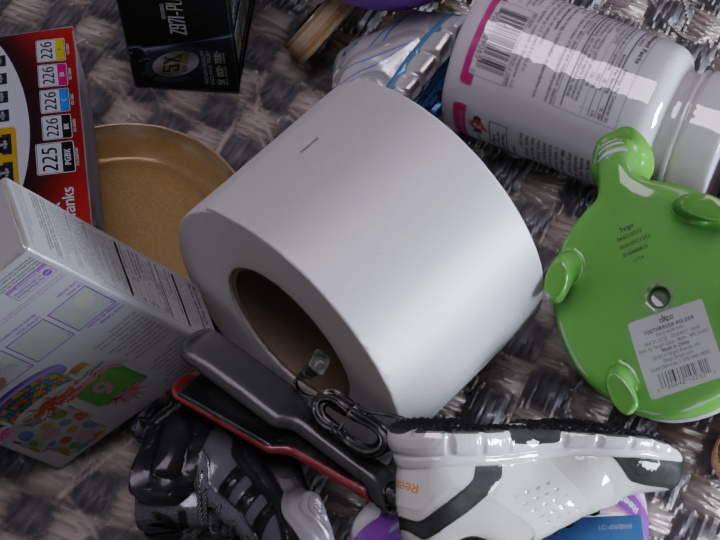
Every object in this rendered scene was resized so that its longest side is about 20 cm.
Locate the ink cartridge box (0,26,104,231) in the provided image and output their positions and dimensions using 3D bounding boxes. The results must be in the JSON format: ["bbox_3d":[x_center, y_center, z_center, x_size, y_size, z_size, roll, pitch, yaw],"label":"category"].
[{"bbox_3d":[-0.268,-0.054,1.271,0.174,0.084,0.202,-9,57,-3],"label":"ink cartridge box"}]

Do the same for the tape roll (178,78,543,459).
[{"bbox_3d":[0.000,0.000,1.187,0.202,0.203,0.139,39,65,24],"label":"tape roll"}]

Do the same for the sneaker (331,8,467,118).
[{"bbox_3d":[0.003,-0.122,1.354,0.086,0.075,0.200,25,57,32],"label":"sneaker"}]

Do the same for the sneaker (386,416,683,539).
[{"bbox_3d":[0.102,0.128,1.088,0.198,0.074,0.081,2,90,-26],"label":"sneaker"}]

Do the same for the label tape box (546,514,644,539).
[{"bbox_3d":[0.104,0.251,1.088,0.142,0.066,0.202,-3,62,1],"label":"label tape box"}]

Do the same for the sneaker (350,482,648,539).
[{"bbox_3d":[0.094,0.164,1.153,0.198,0.081,0.089,-11,64,-6],"label":"sneaker"}]

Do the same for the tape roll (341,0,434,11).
[{"bbox_3d":[0.022,-0.295,1.354,0.198,0.066,0.202,4,80,-21],"label":"tape roll"}]

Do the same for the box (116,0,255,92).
[{"bbox_3d":[-0.124,-0.264,1.386,0.085,0.164,0.202,4,58,5],"label":"box"}]

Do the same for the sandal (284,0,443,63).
[{"bbox_3d":[0.031,-0.223,1.425,0.070,0.078,0.212,43,71,-9],"label":"sandal"}]

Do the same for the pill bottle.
[{"bbox_3d":[0.168,-0.121,1.310,0.199,0.114,0.114,24,61,16],"label":"pill bottle"}]

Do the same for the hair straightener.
[{"bbox_3d":[-0.030,0.090,1.119,0.199,0.077,0.041,33,42,25],"label":"hair straightener"}]

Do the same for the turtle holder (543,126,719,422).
[{"bbox_3d":[0.187,0.010,1.198,0.185,0.132,0.141,43,98,18],"label":"turtle holder"}]

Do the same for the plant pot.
[{"bbox_3d":[-0.172,-0.017,1.308,0.198,0.028,0.202,-1,56,2],"label":"plant pot"}]

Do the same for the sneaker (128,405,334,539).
[{"bbox_3d":[-0.082,0.159,1.164,0.113,0.076,0.201,-17,52,-8],"label":"sneaker"}]

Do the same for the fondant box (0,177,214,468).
[{"bbox_3d":[-0.201,0.039,1.145,0.144,0.200,0.059,-35,55,15],"label":"fondant box"}]

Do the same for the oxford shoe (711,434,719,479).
[{"bbox_3d":[0.304,0.067,1.205,0.200,0.074,0.071,-39,63,-21],"label":"oxford shoe"}]
